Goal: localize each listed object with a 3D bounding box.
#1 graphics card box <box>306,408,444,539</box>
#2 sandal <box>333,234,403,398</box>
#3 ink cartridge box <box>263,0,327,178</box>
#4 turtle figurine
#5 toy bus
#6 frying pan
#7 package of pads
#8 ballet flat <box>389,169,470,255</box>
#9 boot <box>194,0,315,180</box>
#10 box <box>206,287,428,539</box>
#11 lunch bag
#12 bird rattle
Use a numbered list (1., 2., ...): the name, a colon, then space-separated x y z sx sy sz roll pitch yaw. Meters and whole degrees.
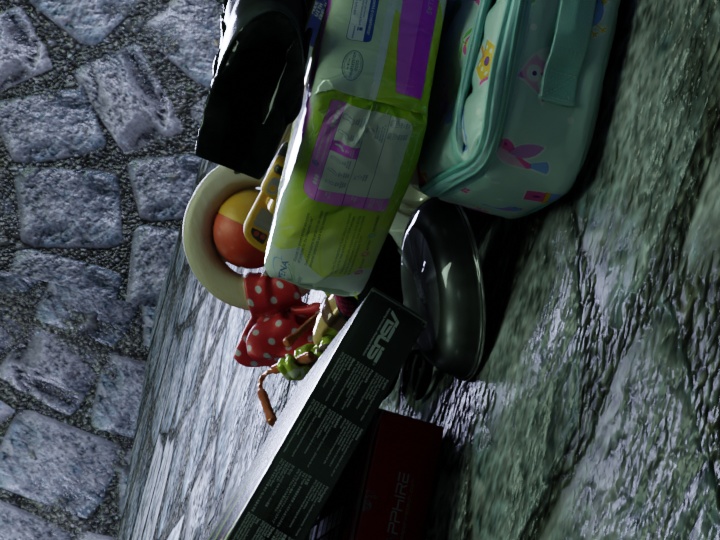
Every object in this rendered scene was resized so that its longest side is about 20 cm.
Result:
1. graphics card box: -0.003 0.171 1.333 0.200 0.050 0.126 132 152 -69
2. sandal: 0.000 0.000 1.390 0.075 0.045 0.201 -53 -30 -49
3. ink cartridge box: -0.025 -0.189 1.666 0.197 0.043 0.200 -64 -3 22
4. turtle figurine: -0.011 0.031 1.540 0.162 0.064 0.200 -60 0 26
5. toy bus: -0.039 -0.052 1.522 0.079 0.065 0.200 -60 1 10
6. frying pan: 0.040 0.016 1.279 0.190 0.031 0.116 147 115 -72
7. package of pads: 0.000 -0.094 1.192 0.200 0.068 0.155 110 172 -57
8. ballet flat: 0.047 -0.054 1.301 0.200 0.071 0.070 119 164 -59
9. boot: -0.051 -0.160 1.169 0.200 0.065 0.166 -78 -4 -69
10. box: -0.044 0.127 1.266 0.201 0.047 0.193 -59 5 -25
11. lunch bag: 0.091 -0.136 1.136 0.160 0.076 0.202 151 131 -79
12. bird rattle: -0.072 -0.018 1.748 0.201 0.162 0.113 -64 -7 13
